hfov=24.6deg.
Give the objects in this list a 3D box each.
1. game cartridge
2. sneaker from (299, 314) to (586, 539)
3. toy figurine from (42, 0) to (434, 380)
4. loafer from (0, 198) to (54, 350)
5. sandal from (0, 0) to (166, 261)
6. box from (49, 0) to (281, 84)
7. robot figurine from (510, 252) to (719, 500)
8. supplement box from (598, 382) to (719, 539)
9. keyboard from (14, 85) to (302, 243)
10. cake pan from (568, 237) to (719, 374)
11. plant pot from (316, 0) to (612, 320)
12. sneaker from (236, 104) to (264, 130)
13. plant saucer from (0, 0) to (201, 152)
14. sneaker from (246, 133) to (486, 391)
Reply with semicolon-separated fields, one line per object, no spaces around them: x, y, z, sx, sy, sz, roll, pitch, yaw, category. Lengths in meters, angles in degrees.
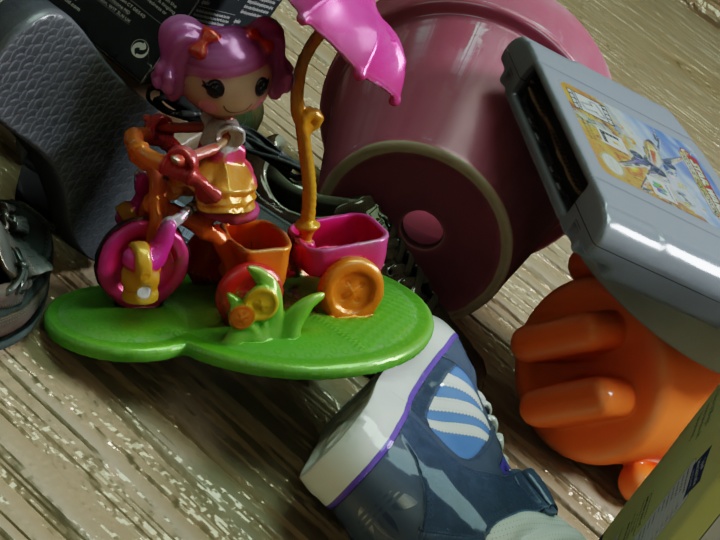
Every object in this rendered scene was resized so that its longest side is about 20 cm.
0.157;-0.052;0.944;0.132;0.042;0.201;18;32;-24;game cartridge
0.053;0.111;0.826;0.146;0.081;0.200;43;18;0;sneaker
-0.052;-0.061;0.793;0.198;0.186;0.150;-3;22;-21;toy figurine
-0.178;-0.002;0.732;0.071;0.063;0.200;34;21;2;loafer
-0.140;-0.072;0.801;0.043;0.076;0.201;35;-17;24;sandal
-0.079;-0.176;0.869;0.079;0.142;0.200;39;9;1;box
0.175;0.061;1.037;0.199;0.117;0.144;6;35;-50;robot figurine
0.202;0.141;0.791;0.134;0.201;0.200;36;21;5;supplement box
-0.085;-0.036;0.921;0.199;0.021;0.128;32;62;-6;keyboard
0.200;-0.006;1.002;0.199;0.037;0.201;29;27;-16;cake pan
0.054;-0.069;1.067;0.199;0.201;0.180;33;36;-3;plant pot
-0.157;-0.121;1.030;0.199;0.067;0.090;32;31;-10;sneaker
-0.152;-0.141;0.977;0.198;0.029;0.202;17;60;-33;plant saucer
0.000;0.000;0.971;0.199;0.076;0.070;34;21;1;sneaker
